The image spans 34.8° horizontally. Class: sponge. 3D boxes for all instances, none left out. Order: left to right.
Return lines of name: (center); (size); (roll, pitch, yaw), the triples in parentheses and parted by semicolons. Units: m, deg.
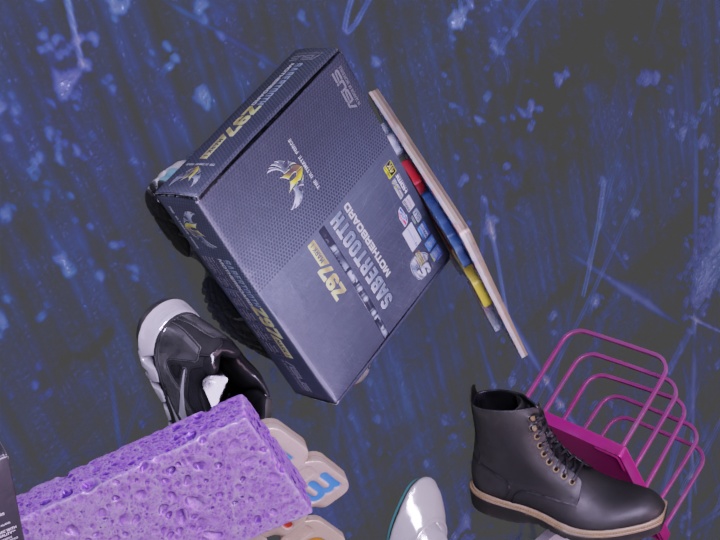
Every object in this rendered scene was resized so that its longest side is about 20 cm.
sponge: (-0.146, 0.168, 0.802); (0.200, 0.030, 0.112); (-24, 128, 4)

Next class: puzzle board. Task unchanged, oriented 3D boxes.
puzzle board: (0.065, -0.038, 0.905); (0.017, 0.200, 0.151); (-28, 133, 2)

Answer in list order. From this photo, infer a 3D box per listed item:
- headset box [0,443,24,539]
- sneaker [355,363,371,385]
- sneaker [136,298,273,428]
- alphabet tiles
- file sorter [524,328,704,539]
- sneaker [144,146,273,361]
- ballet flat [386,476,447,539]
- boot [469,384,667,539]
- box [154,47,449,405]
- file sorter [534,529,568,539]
headset box: (-0.281, 0.183, 0.691); (0.149, 0.077, 0.200); (-18, 119, -28)
sneaker: (0.000, 0.000, 0.927); (0.082, 0.078, 0.200); (-15, 117, -44)
sneaker: (-0.103, 0.116, 0.857); (0.066, 0.090, 0.200); (-38, 131, -32)
alphabet tiles: (-0.111, 0.189, 0.855); (0.200, 0.015, 0.196); (-38, 126, 13)
file sorter: (0.281, 0.177, 1.257); (0.125, 0.139, 0.200); (-53, 137, -18)
sneaker: (-0.074, -0.011, 0.846); (0.086, 0.078, 0.200); (-47, 135, -27)
ballet flat: (0.052, 0.305, 1.125); (0.069, 0.069, 0.200); (16, 94, -49)
boot: (0.199, 0.188, 1.134); (0.077, 0.200, 0.139); (-54, 142, -55)
box: (-0.031, -0.030, 0.806); (0.158, 0.051, 0.200); (-49, 126, -27)
file sorter: (0.268, 0.392, 1.324); (0.139, 0.125, 0.200); (-38, 134, -5)
